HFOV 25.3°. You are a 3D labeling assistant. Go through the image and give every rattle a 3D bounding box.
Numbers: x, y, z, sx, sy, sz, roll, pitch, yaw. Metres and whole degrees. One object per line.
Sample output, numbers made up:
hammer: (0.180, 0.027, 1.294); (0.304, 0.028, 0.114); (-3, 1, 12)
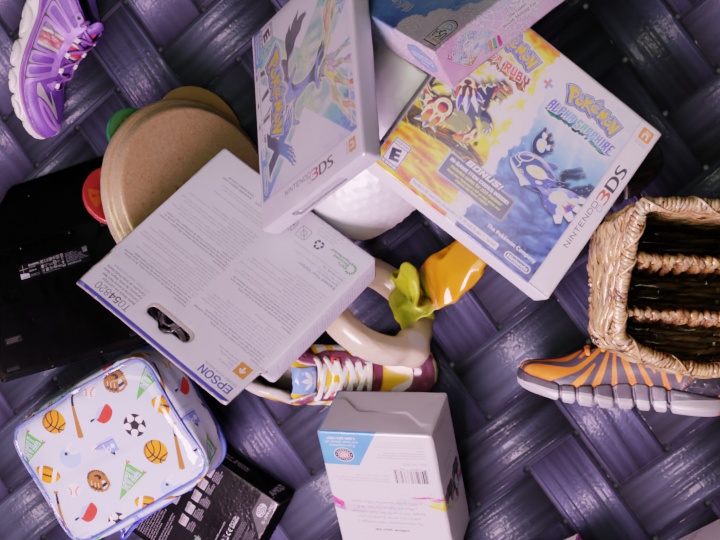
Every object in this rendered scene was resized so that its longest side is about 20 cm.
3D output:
rattle: (0.000, 0.000, 1.496); (0.199, 0.131, 0.143); (29, 144, -15)

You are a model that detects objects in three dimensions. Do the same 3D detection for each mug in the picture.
mug: (0.005, -0.139, 1.519); (0.176, 0.147, 0.200); (-56, 47, 17)

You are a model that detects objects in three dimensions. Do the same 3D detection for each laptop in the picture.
laptop: (-0.287, -0.011, 1.634); (0.186, 0.116, 0.202); (-16, 89, 21)

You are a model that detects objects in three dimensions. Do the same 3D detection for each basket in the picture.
basket: (0.305, 0.019, 1.373); (0.198, 0.149, 0.144); (4, 83, -9)

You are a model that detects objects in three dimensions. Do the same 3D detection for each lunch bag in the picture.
lunch bag: (-0.242, 0.179, 1.613); (0.199, 0.076, 0.161); (-30, 95, 21)

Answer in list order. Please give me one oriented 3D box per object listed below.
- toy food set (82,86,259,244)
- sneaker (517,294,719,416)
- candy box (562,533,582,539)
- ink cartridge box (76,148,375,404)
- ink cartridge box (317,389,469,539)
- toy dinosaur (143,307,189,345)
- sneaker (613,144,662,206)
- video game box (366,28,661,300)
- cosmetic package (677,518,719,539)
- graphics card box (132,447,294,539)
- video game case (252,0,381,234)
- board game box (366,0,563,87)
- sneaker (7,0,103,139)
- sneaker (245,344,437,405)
toy food set: (-0.173, -0.074, 1.566); (0.048, 0.197, 0.201); (-17, 100, 53)
sneaker: (0.247, 0.070, 1.492); (0.198, 0.078, 0.113); (4, 94, 8)
candy box: (0.156, 0.351, 1.527); (0.199, 0.061, 0.137); (-28, 105, 28)
ink cartridge box: (-0.121, 0.009, 1.459); (0.199, 0.041, 0.200); (37, 65, 22)
ink cartridge box: (0.038, 0.216, 1.556); (0.114, 0.068, 0.201); (1, 123, 19)
toy dinosaur: (-0.201, 0.007, 1.628); (0.199, 0.102, 0.137); (1, 80, 40)
sneaker: (0.172, -0.105, 1.495); (0.198, 0.076, 0.116); (-19, 50, -4)
video game box: (0.134, -0.105, 1.398); (0.199, 0.047, 0.183); (37, 80, -7)
cosmetic package: (0.343, 0.317, 1.431); (0.199, 0.167, 0.167); (-31, 85, 19)
graphics card box: (-0.181, 0.232, 1.665); (0.199, 0.051, 0.126); (32, 105, 15)
video game case: (-0.043, -0.157, 1.419); (0.182, 0.022, 0.202); (-33, 55, 52)
board game box: (0.100, -0.258, 1.376); (0.199, 0.200, 0.043); (-39, 124, -7)
sneaker: (-0.306, -0.232, 1.642); (0.083, 0.081, 0.202); (12, 100, 11)
sneaker: (-0.026, 0.106, 1.575); (0.198, 0.090, 0.076); (-2, 96, 20)
